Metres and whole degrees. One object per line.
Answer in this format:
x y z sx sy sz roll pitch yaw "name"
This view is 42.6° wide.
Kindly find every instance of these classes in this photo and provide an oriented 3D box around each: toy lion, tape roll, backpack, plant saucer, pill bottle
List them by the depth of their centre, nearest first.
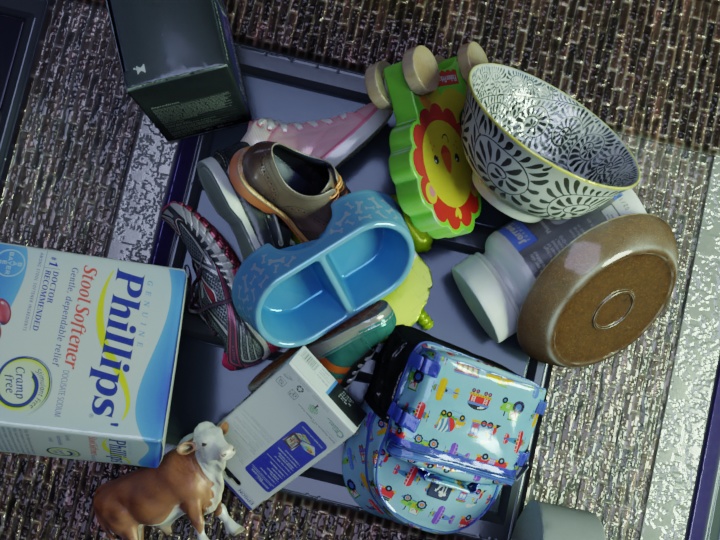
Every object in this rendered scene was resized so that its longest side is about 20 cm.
0.187 0.338 0.924 0.065 0.200 0.203 11 85 0 "tape roll"
0.080 0.180 0.959 0.181 0.134 0.202 24 91 -17 "backpack"
0.256 0.032 0.964 0.199 0.201 0.035 -31 47 -4 "plant saucer"
0.088 -0.135 0.978 0.068 0.199 0.194 -13 97 35 "toy lion"
0.206 -0.014 1.000 0.199 0.114 0.115 -32 86 -4 "pill bottle"

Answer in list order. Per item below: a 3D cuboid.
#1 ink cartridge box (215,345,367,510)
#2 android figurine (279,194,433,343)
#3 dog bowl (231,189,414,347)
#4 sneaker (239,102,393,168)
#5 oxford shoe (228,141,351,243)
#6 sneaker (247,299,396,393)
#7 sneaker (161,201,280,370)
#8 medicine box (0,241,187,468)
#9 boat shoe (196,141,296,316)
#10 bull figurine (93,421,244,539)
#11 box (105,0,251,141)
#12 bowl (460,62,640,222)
-0.089 0.171 0.980 0.100 0.039 0.200 47 125 -2 "ink cartridge box"
0.000 0.000 1.033 0.182 0.041 0.200 -41 86 -4 "android figurine"
-0.032 0.004 0.930 0.198 0.050 0.112 -31 130 -4 "dog bowl"
-0.065 -0.148 1.027 0.199 0.075 0.105 -38 91 0 "sneaker"
-0.038 -0.067 0.945 0.199 0.072 0.072 28 63 -34 "oxford shoe"
-0.028 0.104 0.986 0.199 0.071 0.080 -34 101 30 "sneaker"
-0.162 0.014 1.010 0.074 0.081 0.201 -32 86 -1 "sneaker"
-0.284 0.086 0.922 0.197 0.103 0.185 8 64 -10 "medicine box"
-0.101 -0.038 0.978 0.060 0.075 0.202 -31 111 -22 "boat shoe"
-0.195 0.241 0.977 0.198 0.065 0.123 -27 85 22 "bull figurine"
-0.190 -0.239 0.972 0.103 0.200 0.150 -13 85 -2 "box"
0.173 -0.112 0.933 0.199 0.201 0.095 33 123 2 "bowl"
